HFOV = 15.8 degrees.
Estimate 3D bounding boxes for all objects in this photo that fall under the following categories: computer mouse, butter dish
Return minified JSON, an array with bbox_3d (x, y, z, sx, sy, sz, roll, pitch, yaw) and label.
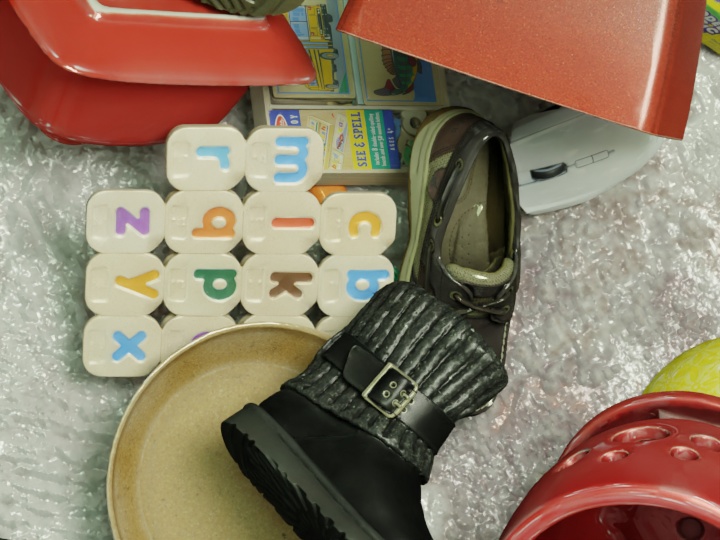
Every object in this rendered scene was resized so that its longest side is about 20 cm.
[{"bbox_3d":[0.131,-0.075,1.697,0.200,0.044,0.110,-29,119,-20],"label":"computer mouse"},{"bbox_3d":[-0.162,-0.142,1.621,0.199,0.148,0.200,0,44,-38],"label":"butter dish"}]

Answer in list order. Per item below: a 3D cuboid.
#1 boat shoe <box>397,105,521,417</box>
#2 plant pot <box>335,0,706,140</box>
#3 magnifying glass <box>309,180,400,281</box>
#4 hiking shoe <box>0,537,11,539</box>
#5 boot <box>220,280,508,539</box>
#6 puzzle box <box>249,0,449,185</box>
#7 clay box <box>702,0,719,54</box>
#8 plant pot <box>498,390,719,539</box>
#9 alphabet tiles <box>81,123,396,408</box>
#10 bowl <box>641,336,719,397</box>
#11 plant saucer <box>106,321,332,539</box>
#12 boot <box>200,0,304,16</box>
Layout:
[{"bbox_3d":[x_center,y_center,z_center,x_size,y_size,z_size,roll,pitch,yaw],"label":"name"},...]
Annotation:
[{"bbox_3d":[0.065,0.000,1.620,0.073,0.065,0.201,-10,105,-21],"label":"boat shoe"},{"bbox_3d":[0.121,-0.194,1.577,0.199,0.200,0.177,19,96,11],"label":"plant pot"},{"bbox_3d":[0.000,0.000,1.679,0.079,0.022,0.201,-20,80,-17],"label":"magnifying glass"},{"bbox_3d":[-0.225,0.201,1.555,0.199,0.074,0.087,27,79,6],"label":"hiking shoe"},{"bbox_3d":[0.036,0.115,1.541,0.158,0.080,0.211,-35,72,-21],"label":"boot"},{"bbox_3d":[-0.012,-0.153,1.700,0.133,0.025,0.201,-2,73,-22],"label":"puzzle box"},{"bbox_3d":[0.216,-0.233,1.729,0.200,0.048,0.115,28,68,-37],"label":"clay box"},{"bbox_3d":[0.184,0.177,1.537,0.200,0.201,0.183,37,29,-1],"label":"plant pot"},{"bbox_3d":[-0.076,0.007,1.614,0.195,0.015,0.201,-1,105,-12],"label":"alphabet tiles"},{"bbox_3d":[0.278,0.126,1.663,0.199,0.108,0.201,3,74,-12],"label":"bowl"},{"bbox_3d":[-0.063,0.132,1.605,0.199,0.035,0.201,0,89,-17],"label":"plant saucer"},{"bbox_3d":[-0.103,-0.253,1.620,0.175,0.066,0.200,23,33,-10],"label":"boot"}]
